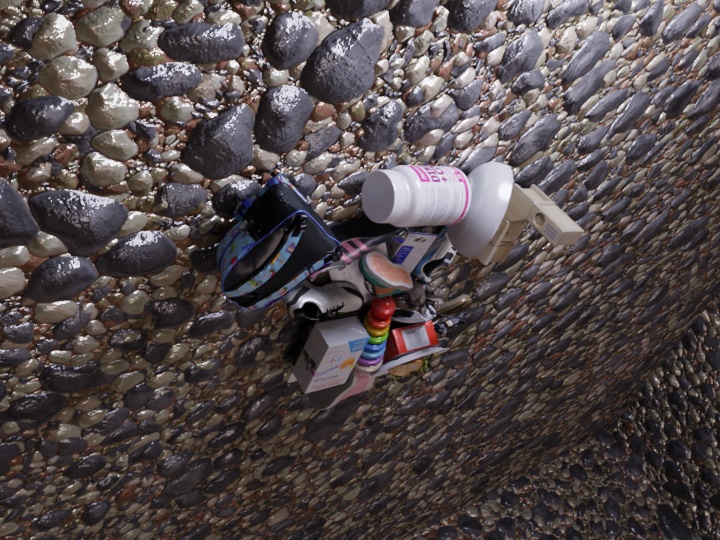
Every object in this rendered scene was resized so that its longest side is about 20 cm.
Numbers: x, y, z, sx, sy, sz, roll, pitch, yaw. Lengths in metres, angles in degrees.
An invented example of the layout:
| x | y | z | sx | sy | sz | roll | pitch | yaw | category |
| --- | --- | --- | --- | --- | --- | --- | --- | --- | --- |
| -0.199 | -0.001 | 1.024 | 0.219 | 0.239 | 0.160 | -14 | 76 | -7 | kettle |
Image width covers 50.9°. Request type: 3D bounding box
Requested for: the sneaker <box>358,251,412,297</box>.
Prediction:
| x | y | z | sx | sy | sz | roll | pitch | yaw | category |
| --- | --- | --- | --- | --- | --- | --- | --- | --- | --- |
| 0.035 | 0.018 | 1.518 | 0.079 | 0.072 | 0.200 | -25 | 158 | 20 | sneaker |

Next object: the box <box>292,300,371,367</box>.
| x | y | z | sx | sy | sz | roll | pitch | yaw | category |
| --- | --- | --- | --- | --- | --- | --- | --- | --- | --- |
| -0.054 | 0.149 | 1.717 | 0.159 | 0.044 | 0.201 | -11 | 141 | -36 | box |

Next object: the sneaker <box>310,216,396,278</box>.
| x | y | z | sx | sy | sz | roll | pitch | yaw | category |
| --- | --- | --- | --- | --- | --- | --- | --- | --- | --- |
| -0.023 | -0.045 | 1.466 | 0.197 | 0.070 | 0.083 | -16 | 134 | -17 | sneaker |

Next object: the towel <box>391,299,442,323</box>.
| x | y | z | sx | sy | sz | roll | pitch | yaw | category |
| --- | --- | --- | --- | --- | --- | --- | --- | --- | --- |
| 0.139 | 0.104 | 1.858 | 0.132 | 0.035 | 0.200 | -40 | 148 | 4 | towel |

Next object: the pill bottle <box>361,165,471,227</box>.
| x | y | z | sx | sy | sz | roll | pitch | yaw | category |
| --- | --- | --- | --- | --- | --- | --- | --- | --- | --- |
| 0.105 | -0.140 | 1.428 | 0.198 | 0.114 | 0.114 | -6 | 138 | -40 | pill bottle |

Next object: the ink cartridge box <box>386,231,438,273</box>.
| x | y | z | sx | sy | sz | roll | pitch | yaw | category |
| --- | --- | --- | --- | --- | --- | --- | --- | --- | --- |
| 0.079 | -0.015 | 1.642 | 0.094 | 0.037 | 0.201 | 2 | 135 | -44 | ink cartridge box |

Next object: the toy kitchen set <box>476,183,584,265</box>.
| x | y | z | sx | sy | sz | roll | pitch | yaw | category |
| --- | --- | --- | --- | --- | --- | --- | --- | --- | --- |
| 0.345 | -0.064 | 1.699 | 0.162 | 0.181 | 0.201 | -4 | 132 | -40 | toy kitchen set |

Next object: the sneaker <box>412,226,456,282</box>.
| x | y | z | sx | sy | sz | roll | pitch | yaw | category |
| --- | --- | --- | --- | --- | --- | --- | --- | --- | --- |
| 0.194 | -0.056 | 1.668 | 0.200 | 0.073 | 0.072 | -48 | 145 | 15 | sneaker |

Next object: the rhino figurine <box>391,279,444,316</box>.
| x | y | z | sx | sy | sz | roll | pitch | yaw | category |
| --- | --- | --- | --- | --- | --- | --- | --- | --- | --- |
| 0.133 | 0.052 | 1.689 | 0.199 | 0.086 | 0.061 | -14 | 118 | -63 | rhino figurine |

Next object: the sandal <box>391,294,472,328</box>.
| x | y | z | sx | sy | sz | roll | pitch | yaw | category |
| --- | --- | --- | --- | --- | --- | --- | --- | --- | --- |
| 0.164 | 0.090 | 1.777 | 0.198 | 0.055 | 0.080 | -24 | 163 | 13 | sandal |

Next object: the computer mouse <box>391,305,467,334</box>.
| x | y | z | sx | sy | sz | roll | pitch | yaw | category |
| --- | --- | --- | --- | --- | --- | --- | --- | --- | --- |
| 0.132 | 0.102 | 1.706 | 0.109 | 0.198 | 0.045 | -25 | 124 | -55 | computer mouse |

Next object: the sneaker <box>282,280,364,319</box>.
| x | y | z | sx | sy | sz | roll | pitch | yaw | category |
| --- | --- | --- | --- | --- | --- | --- | --- | --- | --- |
| -0.075 | 0.069 | 1.530 | 0.198 | 0.080 | 0.074 | 4 | 131 | -34 | sneaker |

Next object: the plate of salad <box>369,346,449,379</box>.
| x | y | z | sx | sy | sz | roll | pitch | yaw | category |
| --- | --- | --- | --- | --- | --- | --- | --- | --- | --- |
| 0.117 | 0.222 | 1.748 | 0.198 | 0.049 | 0.200 | -20 | 169 | -4 | plate of salad |

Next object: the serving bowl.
| x | y | z | sx | sy | sz | roll | pitch | yaw | category |
| --- | --- | --- | --- | --- | --- | --- | --- | --- | --- |
| 0.227 | -0.132 | 1.524 | 0.065 | 0.201 | 0.201 | 22 | 124 | -12 | serving bowl |

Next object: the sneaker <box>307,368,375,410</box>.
| x | y | z | sx | sy | sz | roll | pitch | yaw | category |
| --- | --- | --- | --- | --- | --- | --- | --- | --- | --- |
| -0.039 | 0.280 | 1.839 | 0.104 | 0.076 | 0.200 | -3 | 155 | -44 | sneaker |

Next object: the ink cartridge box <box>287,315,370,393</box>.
| x | y | z | sx | sy | sz | roll | pitch | yaw | category |
| --- | --- | --- | --- | --- | --- | --- | --- | --- | --- |
| -0.072 | 0.197 | 1.654 | 0.114 | 0.068 | 0.201 | -8 | 140 | -37 | ink cartridge box |

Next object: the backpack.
| x | y | z | sx | sy | sz | roll | pitch | yaw | category |
| --- | --- | --- | --- | --- | --- | --- | --- | --- | --- |
| -0.156 | -0.036 | 1.285 | 0.200 | 0.135 | 0.182 | -40 | 149 | 6 | backpack |

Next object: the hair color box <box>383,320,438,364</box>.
| x | y | z | sx | sy | sz | roll | pitch | yaw | category |
| --- | --- | --- | --- | --- | --- | --- | --- | --- | --- |
| 0.090 | 0.181 | 1.801 | 0.110 | 0.065 | 0.200 | -11 | 166 | -26 | hair color box |

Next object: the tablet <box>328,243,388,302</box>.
| x | y | z | sx | sy | sz | roll | pitch | yaw | category |
| --- | --- | --- | --- | --- | --- | --- | --- | --- | --- |
| 0.000 | 0.000 | 1.567 | 0.129 | 0.014 | 0.201 | -22 | 140 | -8 | tablet |

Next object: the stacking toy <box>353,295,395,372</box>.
| x | y | z | sx | sy | sz | roll | pitch | yaw | category |
| --- | --- | --- | --- | --- | --- | --- | --- | --- | --- |
| 0.028 | 0.130 | 1.659 | 0.084 | 0.086 | 0.202 | -15 | 139 | -31 | stacking toy |
